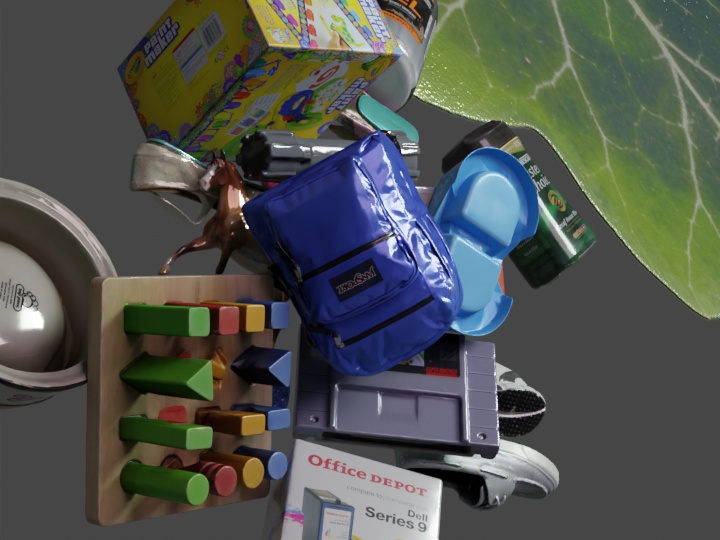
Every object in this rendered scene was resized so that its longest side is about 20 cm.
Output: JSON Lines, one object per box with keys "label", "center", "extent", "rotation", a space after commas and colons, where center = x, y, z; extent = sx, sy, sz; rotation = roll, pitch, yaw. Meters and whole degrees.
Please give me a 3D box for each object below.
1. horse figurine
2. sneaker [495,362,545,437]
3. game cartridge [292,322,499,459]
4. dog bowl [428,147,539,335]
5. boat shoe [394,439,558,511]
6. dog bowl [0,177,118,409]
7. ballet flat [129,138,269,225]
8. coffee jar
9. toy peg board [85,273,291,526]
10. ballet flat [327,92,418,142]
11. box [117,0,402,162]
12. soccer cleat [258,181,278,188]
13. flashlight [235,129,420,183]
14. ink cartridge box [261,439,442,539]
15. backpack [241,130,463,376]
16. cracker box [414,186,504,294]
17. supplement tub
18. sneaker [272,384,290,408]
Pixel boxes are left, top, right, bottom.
{"label": "horse figurine", "center": [-0.103, -0.003, 1.458], "extent": [0.200, 0.050, 0.133], "rotation": [40, 56, -17]}
{"label": "sneaker", "center": [0.095, 0.121, 1.581], "extent": [0.199, 0.074, 0.080], "rotation": [19, 19, -27]}
{"label": "game cartridge", "center": [0.035, 0.113, 1.468], "extent": [0.199, 0.038, 0.130], "rotation": [6, 55, -7]}
{"label": "dog bowl", "center": [0.110, -0.027, 1.518], "extent": [0.111, 0.049, 0.201], "rotation": [32, 66, -26]}
{"label": "boat shoe", "center": [0.115, 0.208, 1.526], "extent": [0.200, 0.070, 0.072], "rotation": [22, 56, -26]}
{"label": "dog bowl", "center": [-0.298, 0.025, 1.246], "extent": [0.200, 0.074, 0.201], "rotation": [27, 43, -28]}
{"label": "ballet flat", "center": [-0.143, -0.067, 1.499], "extent": [0.199, 0.067, 0.063], "rotation": [23, 75, -27]}
{"label": "coffee jar", "center": [0.188, -0.083, 1.809], "extent": [0.200, 0.085, 0.104], "rotation": [51, 38, 1]}
{"label": "toy peg board", "center": [-0.120, 0.106, 1.258], "extent": [0.199, 0.097, 0.201], "rotation": [-1, 93, -49]}
{"label": "ballet flat", "center": [-0.022, -0.185, 1.691], "extent": [0.200, 0.071, 0.069], "rotation": [39, 43, -24]}
{"label": "box", "center": [-0.103, -0.212, 1.529], "extent": [0.192, 0.200, 0.122], "rotation": [-4, 62, -47]}
{"label": "soccer cleat", "center": [-0.036, -0.100, 1.620], "extent": [0.199, 0.086, 0.070], "rotation": [-6, 98, -36]}
{"label": "flashlight", "center": [-0.032, -0.112, 1.522], "extent": [0.199, 0.068, 0.068], "rotation": [-2, 38, -38]}
{"label": "ink cartridge box", "center": [-0.013, 0.262, 1.298], "extent": [0.145, 0.088, 0.201], "rotation": [18, 43, -9]}
{"label": "backpack", "center": [-0.005, -0.004, 1.378], "extent": [0.201, 0.162, 0.168], "rotation": [62, 12, -5]}
{"label": "cracker box", "center": [0.052, -0.016, 1.542], "extent": [0.199, 0.058, 0.135], "rotation": [2, 81, -34]}
{"label": "supplement tub", "center": [0.023, -0.281, 1.774], "extent": [0.122, 0.122, 0.200], "rotation": [37, 40, -17]}
{"label": "sneaker", "center": [-0.143, 0.073, 1.368], "extent": [0.200, 0.078, 0.070], "rotation": [48, 64, -40]}
